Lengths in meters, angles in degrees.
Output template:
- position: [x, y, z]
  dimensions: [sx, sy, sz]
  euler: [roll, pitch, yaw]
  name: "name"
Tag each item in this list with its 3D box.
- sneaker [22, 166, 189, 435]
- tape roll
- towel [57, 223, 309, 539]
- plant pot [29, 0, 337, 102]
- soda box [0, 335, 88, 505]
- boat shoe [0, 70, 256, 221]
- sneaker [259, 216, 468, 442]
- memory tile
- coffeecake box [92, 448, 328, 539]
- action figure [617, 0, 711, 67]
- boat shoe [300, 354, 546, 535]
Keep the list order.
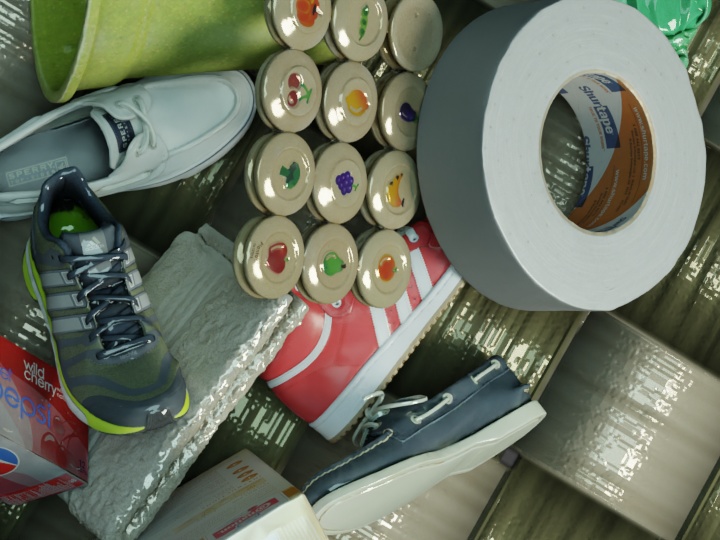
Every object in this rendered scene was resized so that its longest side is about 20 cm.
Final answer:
- position: [-0.161, 0.019, 1.367]
  dimensions: [0.073, 0.081, 0.200]
  euler: [-19, 49, -19]
  name: "sneaker"
- position: [0.131, -0.074, 1.448]
  dimensions: [0.199, 0.066, 0.202]
  euler: [0, 89, -38]
  name: "tape roll"
- position: [-0.127, 0.069, 1.412]
  dimensions: [0.034, 0.132, 0.200]
  euler: [40, 84, -40]
  name: "towel"
- position: [-0.100, -0.200, 1.419]
  dimensions: [0.183, 0.200, 0.202]
  euler: [3, 86, -19]
  name: "plant pot"
- position: [-0.243, 0.072, 1.334]
  dimensions: [0.063, 0.200, 0.070]
  euler: [-19, 57, 24]
  name: "soda box"
- position: [-0.157, -0.082, 1.451]
  dimensions: [0.199, 0.065, 0.074]
  euler: [-26, 90, -9]
  name: "boat shoe"
- position: [0.000, 0.000, 1.466]
  dimensions: [0.112, 0.071, 0.200]
  euler: [38, 84, -8]
  name: "sneaker"
- position: [-0.011, -0.079, 1.377]
  dimensions: [0.153, 0.017, 0.202]
  euler: [7, 89, -48]
  name: "memory tile"
- position: [-0.101, 0.189, 1.369]
  dimensions: [0.153, 0.200, 0.073]
  euler: [-30, 99, -9]
  name: "coffeecake box"
- position: [0.195, -0.231, 1.520]
  dimensions: [0.117, 0.055, 0.202]
  euler: [-11, 95, -10]
  name: "action figure"
- position: [0.033, 0.107, 1.439]
  dimensions: [0.199, 0.075, 0.062]
  euler: [-24, 71, -33]
  name: "boat shoe"
